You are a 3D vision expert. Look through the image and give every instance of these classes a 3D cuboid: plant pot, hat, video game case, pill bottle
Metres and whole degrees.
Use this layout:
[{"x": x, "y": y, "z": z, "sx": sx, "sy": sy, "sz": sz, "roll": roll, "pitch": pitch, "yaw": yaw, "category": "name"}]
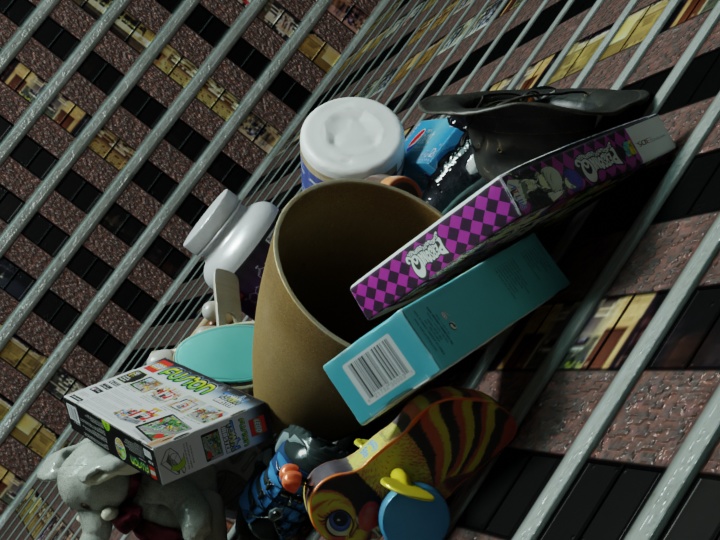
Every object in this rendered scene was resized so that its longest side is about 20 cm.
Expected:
[{"x": -0.017, "y": 0.056, "z": 1.198, "sx": 0.200, "sy": 0.186, "sz": 0.186, "roll": -58, "pitch": 4, "yaw": 45, "category": "plant pot"}, {"x": 0.145, "y": -0.111, "z": 1.209, "sx": 0.201, "sy": 0.200, "sz": 0.081, "roll": -121, "pitch": 29, "yaw": -78, "category": "hat"}, {"x": 0.112, "y": -0.039, "z": 1.067, "sx": 0.181, "sy": 0.036, "sz": 0.200, "roll": -23, "pitch": -9, "yaw": -40, "category": "video game case"}, {"x": -0.008, "y": -0.083, "z": 1.550, "sx": 0.200, "sy": 0.111, "sz": 0.111, "roll": 90, "pitch": -155, "yaw": -53, "category": "pill bottle"}, {"x": -0.088, "y": 0.004, "z": 1.525, "sx": 0.112, "sy": 0.200, "sz": 0.112, "roll": -50, "pitch": 11, "yaw": 13, "category": "pill bottle"}]

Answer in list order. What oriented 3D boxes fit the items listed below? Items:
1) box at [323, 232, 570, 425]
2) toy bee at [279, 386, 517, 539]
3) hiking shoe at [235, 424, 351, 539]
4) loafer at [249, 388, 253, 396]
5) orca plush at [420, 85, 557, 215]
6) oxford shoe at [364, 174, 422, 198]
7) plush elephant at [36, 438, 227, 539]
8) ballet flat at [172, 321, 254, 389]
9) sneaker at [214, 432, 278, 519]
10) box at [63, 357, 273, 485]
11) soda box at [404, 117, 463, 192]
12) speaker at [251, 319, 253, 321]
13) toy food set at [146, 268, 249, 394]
[{"x": 0.065, "y": 0.037, "z": 0.992, "sx": 0.082, "sy": 0.049, "sz": 0.200, "roll": -38, "pitch": -6, "yaw": 35, "category": "box"}, {"x": 0.007, "y": 0.147, "z": 0.941, "sx": 0.200, "sy": 0.109, "sz": 0.131, "roll": -57, "pitch": 14, "yaw": -21, "category": "toy bee"}, {"x": -0.055, "y": 0.188, "z": 1.190, "sx": 0.087, "sy": 0.074, "sz": 0.200, "roll": -65, "pitch": 5, "yaw": -21, "category": "hiking shoe"}, {"x": -0.084, "y": 0.104, "z": 1.468, "sx": 0.200, "sy": 0.076, "sz": 0.068, "roll": -54, "pitch": 42, "yaw": 7, "category": "loafer"}, {"x": 0.106, "y": -0.117, "z": 1.365, "sx": 0.200, "sy": 0.071, "sz": 0.105, "roll": -44, "pitch": -15, "yaw": 18, "category": "orca plush"}, {"x": 0.000, "y": 0.000, "z": 1.424, "sx": 0.073, "sy": 0.071, "sz": 0.200, "roll": 15, "pitch": 81, "yaw": 52, "category": "oxford shoe"}, {"x": -0.212, "y": 0.215, "z": 1.314, "sx": 0.165, "sy": 0.155, "sz": 0.200, "roll": 162, "pitch": 108, "yaw": -65, "category": "plush elephant"}, {"x": -0.077, "y": 0.080, "z": 1.358, "sx": 0.200, "sy": 0.070, "sz": 0.069, "roll": -10, "pitch": 25, "yaw": 13, "category": "ballet flat"}, {"x": -0.084, "y": 0.152, "z": 1.383, "sx": 0.200, "sy": 0.078, "sz": 0.099, "roll": -44, "pitch": 10, "yaw": 33, "category": "sneaker"}, {"x": -0.174, "y": 0.129, "z": 1.258, "sx": 0.110, "sy": 0.035, "sz": 0.200, "roll": -20, "pitch": 18, "yaw": -28, "category": "box"}, {"x": 0.092, "y": -0.119, "z": 1.525, "sx": 0.064, "sy": 0.068, "sz": 0.200, "roll": -52, "pitch": 11, "yaw": -2, "category": "soda box"}, {"x": -0.145, "y": 0.133, "z": 1.669, "sx": 0.200, "sy": 0.081, "sz": 0.081, "roll": -45, "pitch": 13, "yaw": 34, "category": "speaker"}, {"x": -0.174, "y": 0.107, "z": 1.478, "sx": 0.200, "sy": 0.060, "sz": 0.144, "roll": -48, "pitch": 43, "yaw": 51, "category": "toy food set"}]
